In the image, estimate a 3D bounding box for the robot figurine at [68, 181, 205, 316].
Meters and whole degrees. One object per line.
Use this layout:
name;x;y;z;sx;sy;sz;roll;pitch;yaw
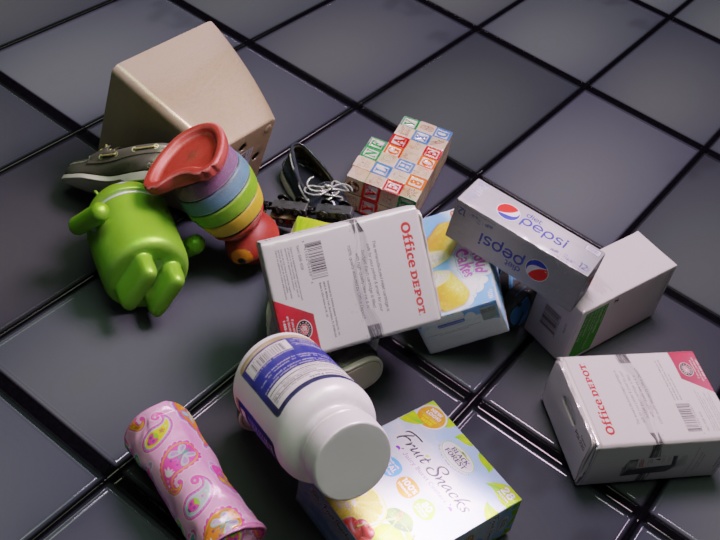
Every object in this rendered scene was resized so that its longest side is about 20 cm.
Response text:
robot figurine;-0.295;-0.035;1.390;0.174;0.116;0.201;16;32;-39

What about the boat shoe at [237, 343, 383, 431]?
boat shoe;-0.067;0.139;1.298;0.198;0.068;0.057;-19;41;-24

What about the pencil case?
pencil case;-0.183;0.238;1.156;0.087;0.088;0.200;-19;52;-30

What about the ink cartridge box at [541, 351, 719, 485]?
ink cartridge box;0.347;0.184;1.338;0.197;0.086;0.147;0;44;-16

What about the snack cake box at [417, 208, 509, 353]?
snack cake box;0.130;0.007;1.453;0.114;0.068;0.202;-18;41;13

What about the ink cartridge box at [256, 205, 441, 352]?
ink cartridge box;-0.015;0.013;1.296;0.197;0.147;0.084;-14;6;-8

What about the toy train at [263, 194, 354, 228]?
toy train;-0.103;-0.083;1.517;0.197;0.046;0.034;6;52;15

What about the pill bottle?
pill bottle;-0.051;0.159;1.152;0.118;0.121;0.200;-12;26;-24

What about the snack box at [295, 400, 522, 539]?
snack box;0.054;0.258;1.200;0.198;0.068;0.169;-21;51;-33

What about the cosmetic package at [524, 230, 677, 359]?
cosmetic package;0.334;0.035;1.477;0.198;0.109;0.085;-22;52;-31

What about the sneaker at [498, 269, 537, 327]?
sneaker;0.244;0.002;1.515;0.081;0.074;0.199;31;43;30

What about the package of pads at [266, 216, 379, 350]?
package of pads;-0.039;0.020;1.429;0.152;0.069;0.201;12;42;-2

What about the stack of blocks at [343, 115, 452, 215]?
stack of blocks;0.059;-0.160;1.652;0.114;0.059;0.201;21;43;9

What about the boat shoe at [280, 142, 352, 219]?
boat shoe;-0.056;-0.113;1.571;0.074;0.062;0.201;-10;48;-25

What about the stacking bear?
stacking bear;-0.178;-0.087;1.416;0.120;0.201;0.115;-13;42;25

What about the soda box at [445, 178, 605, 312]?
soda box;0.213;-0.035;1.388;0.199;0.069;0.063;32;45;16

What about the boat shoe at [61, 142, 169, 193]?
boat shoe;-0.336;-0.143;1.479;0.199;0.072;0.061;1;76;33

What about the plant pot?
plant pot;-0.241;-0.202;1.538;0.177;0.201;0.199;41;48;14
